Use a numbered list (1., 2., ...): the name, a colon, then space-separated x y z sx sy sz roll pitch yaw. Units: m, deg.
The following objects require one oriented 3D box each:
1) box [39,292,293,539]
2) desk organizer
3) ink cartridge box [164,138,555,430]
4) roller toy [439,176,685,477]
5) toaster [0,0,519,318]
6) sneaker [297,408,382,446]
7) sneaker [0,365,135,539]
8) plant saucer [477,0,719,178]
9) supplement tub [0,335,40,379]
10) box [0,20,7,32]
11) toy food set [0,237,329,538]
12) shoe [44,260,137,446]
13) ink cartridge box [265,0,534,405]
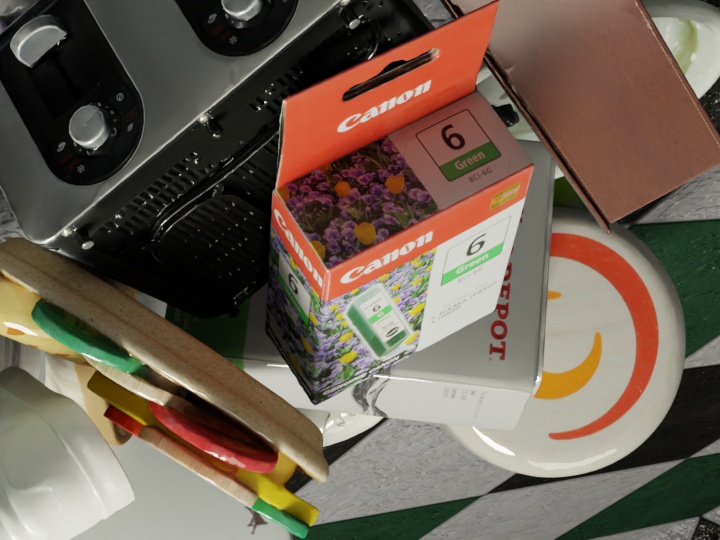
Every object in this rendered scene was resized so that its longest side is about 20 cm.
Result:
1. box: -0.154 0.111 1.073 0.197 0.202 0.131 -5 158 -11
2. desk organizer: 0.105 -0.115 0.853 0.077 0.072 0.200 -28 135 14
3. ink cartridge box: 0.000 0.000 0.944 0.198 0.148 0.084 7 159 0
4. roller toy: 0.125 0.052 1.214 0.200 0.183 0.140 -43 179 -3
5. toaster: -0.054 -0.080 0.775 0.180 0.119 0.200 -38 157 10
6. sneaker: 0.015 0.052 1.107 0.199 0.073 0.085 -31 173 9
7. sneaker: -0.183 0.106 0.802 0.115 0.074 0.200 -35 -171 -18
8. plant saucer: 0.114 -0.113 0.997 0.198 0.051 0.200 -17 160 -6
9. supplement tub: -0.274 0.036 0.884 0.144 0.146 0.199 -29 158 24
10. box: -0.148 -0.067 0.888 0.038 0.042 0.200 -24 159 10
11. toy food set: -0.099 0.050 0.790 0.049 0.197 0.200 -57 146 -9
12. shoe: -0.152 0.023 0.935 0.053 0.070 0.201 19 139 14
13. ink cartridge box: 0.017 -0.023 0.765 0.108 0.051 0.201 -27 157 -18
